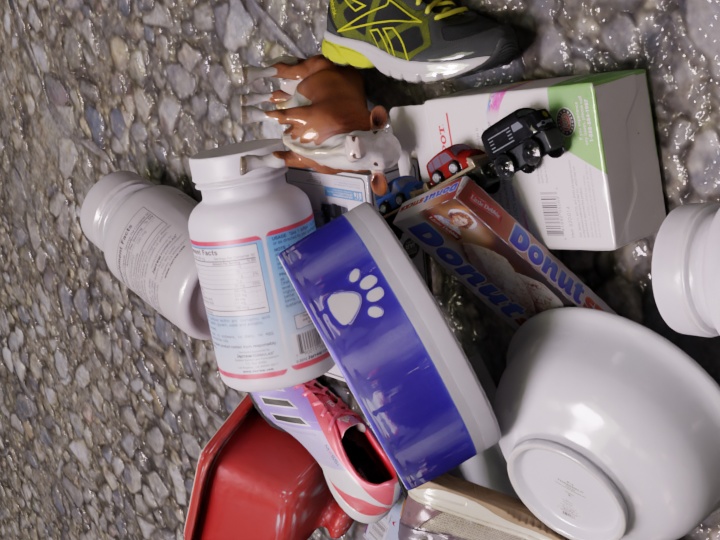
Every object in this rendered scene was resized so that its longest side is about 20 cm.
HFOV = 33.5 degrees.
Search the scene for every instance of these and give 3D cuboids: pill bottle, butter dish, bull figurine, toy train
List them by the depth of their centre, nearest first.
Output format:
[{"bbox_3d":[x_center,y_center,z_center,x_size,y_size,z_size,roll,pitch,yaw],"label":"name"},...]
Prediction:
[{"bbox_3d":[0.278,0.001,0.703,0.199,0.113,0.114,2,108,48],"label":"pill bottle"},{"bbox_3d":[0.070,-0.068,0.865,0.200,0.034,0.046,-29,82,51],"label":"toy train"},{"bbox_3d":[-0.036,-0.120,0.955,0.200,0.120,0.066,-100,12,-61],"label":"bull figurine"},{"bbox_3d":[-0.087,-0.006,1.026,0.108,0.108,0.201,4,109,48],"label":"pill bottle"},{"bbox_3d":[-0.072,0.212,1.171,0.147,0.200,0.200,25,129,12],"label":"butter dish"},{"bbox_3d":[-0.199,-0.023,1.236,0.200,0.114,0.115,34,129,35],"label":"pill bottle"}]

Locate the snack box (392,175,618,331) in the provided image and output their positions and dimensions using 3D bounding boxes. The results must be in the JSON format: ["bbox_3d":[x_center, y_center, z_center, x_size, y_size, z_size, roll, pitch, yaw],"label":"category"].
[{"bbox_3d":[0.118,0.009,0.874,0.200,0.024,0.072,40,147,-22],"label":"snack box"}]

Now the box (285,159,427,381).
[{"bbox_3d":[0.000,0.000,1.061,0.116,0.060,0.201,14,117,45],"label":"box"}]

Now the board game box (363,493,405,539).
[{"bbox_3d":[0.101,0.230,1.063,0.199,0.041,0.201,41,133,30],"label":"board game box"}]

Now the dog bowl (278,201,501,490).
[{"bbox_3d":[0.020,0.055,0.874,0.201,0.078,0.200,60,177,5],"label":"dog bowl"}]

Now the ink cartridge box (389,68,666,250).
[{"bbox_3d":[0.119,-0.080,0.885,0.199,0.067,0.118,3,109,48],"label":"ink cartridge box"}]

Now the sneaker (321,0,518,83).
[{"bbox_3d":[0.037,-0.195,0.921,0.199,0.074,0.085,17,118,44],"label":"sneaker"}]

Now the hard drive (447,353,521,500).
[{"bbox_3d":[0.097,0.184,0.995,0.132,0.027,0.201,-35,78,48],"label":"hard drive"}]

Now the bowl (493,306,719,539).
[{"bbox_3d":[0.168,0.131,0.858,0.200,0.090,0.202,30,144,25],"label":"bowl"}]

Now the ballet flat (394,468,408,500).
[{"bbox_3d":[0.064,0.179,0.983,0.066,0.056,0.201,20,-130,-86],"label":"ballet flat"}]

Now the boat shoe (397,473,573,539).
[{"bbox_3d":[0.123,0.214,0.902,0.199,0.072,0.065,22,96,3],"label":"boat shoe"}]

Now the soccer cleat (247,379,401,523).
[{"bbox_3d":[-0.033,0.135,1.085,0.200,0.068,0.073,50,144,16],"label":"soccer cleat"}]
